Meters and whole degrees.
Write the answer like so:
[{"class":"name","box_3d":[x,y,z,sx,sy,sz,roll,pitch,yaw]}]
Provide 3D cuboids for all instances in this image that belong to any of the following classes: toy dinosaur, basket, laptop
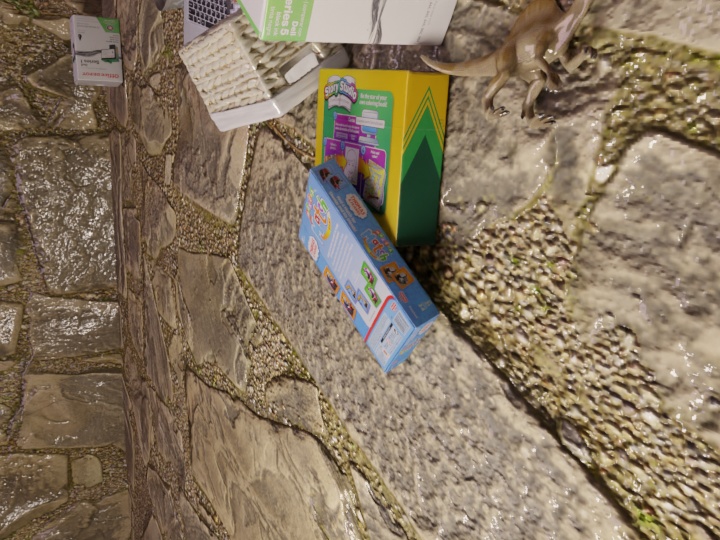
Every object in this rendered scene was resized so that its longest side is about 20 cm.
[{"class":"toy dinosaur","box_3d":[0.132,-0.172,0.549,0.199,0.058,0.103,-15,67,53]},{"class":"basket","box_3d":[-0.133,-0.276,0.861,0.199,0.135,0.124,7,135,56]},{"class":"laptop","box_3d":[-0.265,-0.424,1.072,0.186,0.115,0.202,30,128,27]}]

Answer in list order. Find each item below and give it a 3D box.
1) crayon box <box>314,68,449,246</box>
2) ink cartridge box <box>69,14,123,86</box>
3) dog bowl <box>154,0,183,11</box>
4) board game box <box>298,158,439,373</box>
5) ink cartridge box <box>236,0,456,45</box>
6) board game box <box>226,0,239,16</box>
[{"class":"crayon box","box_3d":[0.015,-0.135,0.746,0.199,0.058,0.175,29,118,56]},{"class":"ink cartridge box","box_3d":[-0.849,-0.703,2.136,0.084,0.144,0.203,10,105,58]},{"class":"dog bowl","box_3d":[-0.400,-0.658,1.413,0.199,0.058,0.203,18,110,59]},{"class":"board game box","box_3d":[0.000,0.000,0.732,0.201,0.036,0.152,56,158,15]},{"class":"ink cartridge box","box_3d":[-0.020,-0.291,0.639,0.146,0.197,0.085,61,146,36]},{"class":"board game box","box_3d":[-0.150,-0.408,0.955,0.103,0.023,0.203,4,110,24]}]
